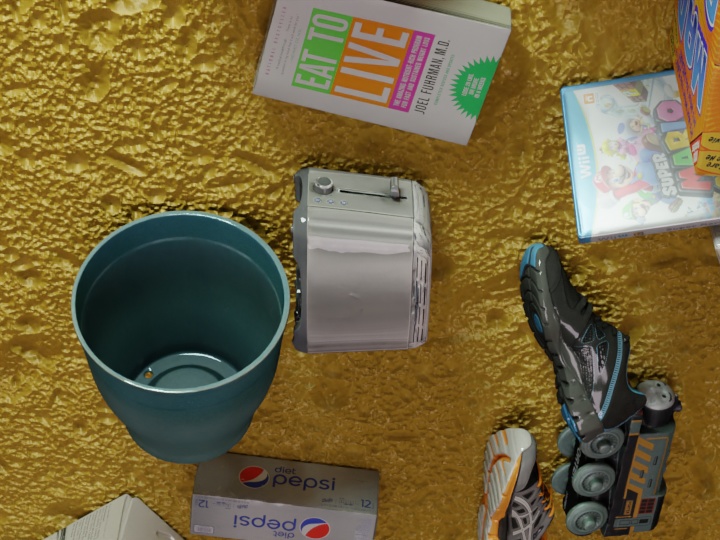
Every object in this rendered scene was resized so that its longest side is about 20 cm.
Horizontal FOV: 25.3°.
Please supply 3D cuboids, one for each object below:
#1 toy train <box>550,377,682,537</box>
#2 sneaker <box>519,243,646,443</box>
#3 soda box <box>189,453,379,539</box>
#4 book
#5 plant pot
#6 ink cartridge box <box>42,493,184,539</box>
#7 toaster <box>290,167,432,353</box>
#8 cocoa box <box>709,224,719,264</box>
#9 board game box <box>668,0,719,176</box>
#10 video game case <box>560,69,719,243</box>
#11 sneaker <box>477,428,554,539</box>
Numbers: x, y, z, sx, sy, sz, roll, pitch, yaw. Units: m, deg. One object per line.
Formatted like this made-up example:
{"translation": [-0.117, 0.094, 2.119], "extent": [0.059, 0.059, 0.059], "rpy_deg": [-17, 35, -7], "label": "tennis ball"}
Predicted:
{"translation": [0.264, 0.193, 1.651], "extent": [0.113, 0.086, 0.202], "rpy_deg": [-3, 126, -11], "label": "toy train"}
{"translation": [0.211, 0.061, 1.542], "extent": [0.081, 0.073, 0.202], "rpy_deg": [-22, 106, -4], "label": "sneaker"}
{"translation": [-0.080, 0.248, 1.718], "extent": [0.198, 0.069, 0.064], "rpy_deg": [6, 128, -2], "label": "soda box"}
{"translation": [0.016, -0.189, 1.388], "extent": [0.198, 0.048, 0.134], "rpy_deg": [12, 132, -8], "label": "book"}
{"translation": [-0.165, 0.081, 1.525], "extent": [0.198, 0.202, 0.189], "rpy_deg": [4, 143, 0], "label": "plant pot"}
{"translation": [-0.291, 0.359, 1.809], "extent": [0.199, 0.085, 0.146], "rpy_deg": [-30, 121, 25], "label": "ink cartridge box"}
{"translation": [0.000, 0.000, 1.490], "extent": [0.128, 0.114, 0.202], "rpy_deg": [1, 127, 0], "label": "toaster"}
{"translation": [0.414, -0.038, 1.419], "extent": [0.198, 0.134, 0.132], "rpy_deg": [-16, 127, 15], "label": "cocoa box"}
{"translation": [0.359, -0.209, 1.245], "extent": [0.197, 0.201, 0.201], "rpy_deg": [2, 129, 2], "label": "board game box"}
{"translation": [0.278, -0.105, 1.377], "extent": [0.198, 0.145, 0.018], "rpy_deg": [-8, 160, 10], "label": "video game case"}
{"translation": [0.170, 0.237, 1.696], "extent": [0.076, 0.079, 0.201], "rpy_deg": [-1, 136, -4], "label": "sneaker"}
